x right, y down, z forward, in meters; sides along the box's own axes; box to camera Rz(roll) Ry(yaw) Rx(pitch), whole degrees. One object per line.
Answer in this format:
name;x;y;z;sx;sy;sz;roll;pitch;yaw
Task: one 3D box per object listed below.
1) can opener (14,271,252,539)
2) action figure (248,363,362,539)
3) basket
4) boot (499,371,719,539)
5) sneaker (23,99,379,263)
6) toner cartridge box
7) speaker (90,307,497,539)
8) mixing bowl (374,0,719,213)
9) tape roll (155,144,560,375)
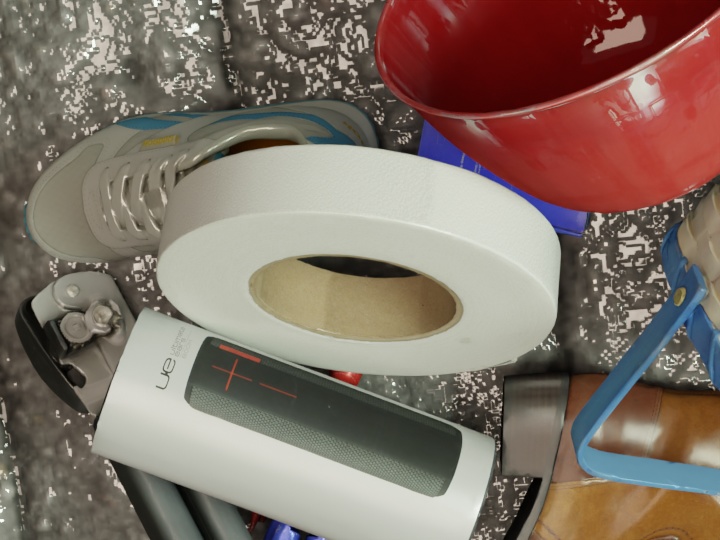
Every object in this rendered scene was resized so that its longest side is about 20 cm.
can opener;-0.121;0.089;0.968;0.201;0.052;0.067;58;146;16
action figure;-0.031;0.141;0.974;0.065;0.052;0.202;16;99;3
basket;0.209;0.037;0.813;0.175;0.140;0.201;10;133;-18
boot;0.171;0.146;0.938;0.198;0.068;0.190;3;94;4
sneaker;-0.092;-0.047;0.934;0.198;0.081;0.077;-13;100;15
toner cartridge box;0.091;-0.127;0.899;0.094;0.043;0.202;13;103;8
speaker;-0.036;0.090;0.907;0.198;0.081;0.082;21;104;-1
mixing bowl;0.117;-0.100;0.797;0.199;0.201;0.109;-23;127;15
tape roll;0.000;0.000;0.866;0.201;0.203;0.037;1;66;12
